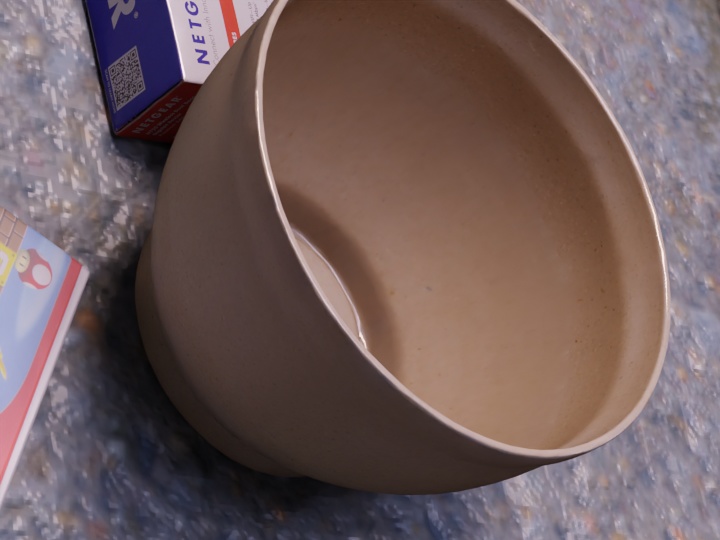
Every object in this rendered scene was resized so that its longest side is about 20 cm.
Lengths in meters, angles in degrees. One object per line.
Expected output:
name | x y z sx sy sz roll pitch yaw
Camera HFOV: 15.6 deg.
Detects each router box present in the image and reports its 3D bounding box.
router box | -0.038 -0.146 1.098 0.179 0.049 0.201 6 62 -42

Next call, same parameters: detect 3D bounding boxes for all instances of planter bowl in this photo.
planter bowl | 0.000 0.000 0.981 0.199 0.134 0.202 24 51 -32

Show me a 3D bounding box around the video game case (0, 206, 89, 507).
video game case | -0.191 -0.002 0.884 0.200 0.017 0.144 38 44 -22
